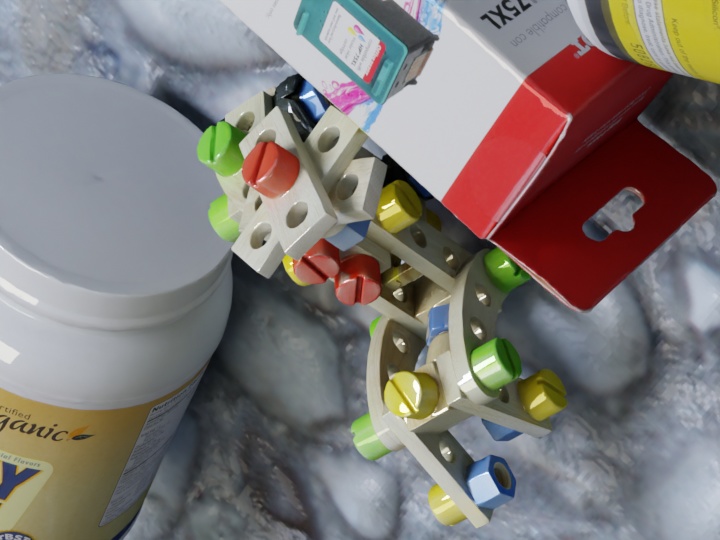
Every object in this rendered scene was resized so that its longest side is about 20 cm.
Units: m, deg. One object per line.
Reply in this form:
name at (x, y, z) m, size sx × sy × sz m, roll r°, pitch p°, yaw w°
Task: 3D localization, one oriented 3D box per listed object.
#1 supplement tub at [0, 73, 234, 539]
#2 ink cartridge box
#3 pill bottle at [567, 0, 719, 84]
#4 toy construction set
supplement tub at (-0.138, 0.028, 1.085) m, size 0.144 × 0.144 × 0.200 m, roll 39°, pitch 135°, yaw 13°
ink cartridge box at (0.042, -0.091, 0.882) m, size 0.200 × 0.116 × 0.067 m, roll 42°, pitch 132°, yaw 9°
pill bottle at (0.169, -0.100, 0.776) m, size 0.199 × 0.112 × 0.112 m, roll 18°, pitch 126°, yaw 30°
toy construction set at (0.000, 0.000, 0.950) m, size 0.092 × 0.132 × 0.200 m, roll -19°, pitch 141°, yaw 19°
